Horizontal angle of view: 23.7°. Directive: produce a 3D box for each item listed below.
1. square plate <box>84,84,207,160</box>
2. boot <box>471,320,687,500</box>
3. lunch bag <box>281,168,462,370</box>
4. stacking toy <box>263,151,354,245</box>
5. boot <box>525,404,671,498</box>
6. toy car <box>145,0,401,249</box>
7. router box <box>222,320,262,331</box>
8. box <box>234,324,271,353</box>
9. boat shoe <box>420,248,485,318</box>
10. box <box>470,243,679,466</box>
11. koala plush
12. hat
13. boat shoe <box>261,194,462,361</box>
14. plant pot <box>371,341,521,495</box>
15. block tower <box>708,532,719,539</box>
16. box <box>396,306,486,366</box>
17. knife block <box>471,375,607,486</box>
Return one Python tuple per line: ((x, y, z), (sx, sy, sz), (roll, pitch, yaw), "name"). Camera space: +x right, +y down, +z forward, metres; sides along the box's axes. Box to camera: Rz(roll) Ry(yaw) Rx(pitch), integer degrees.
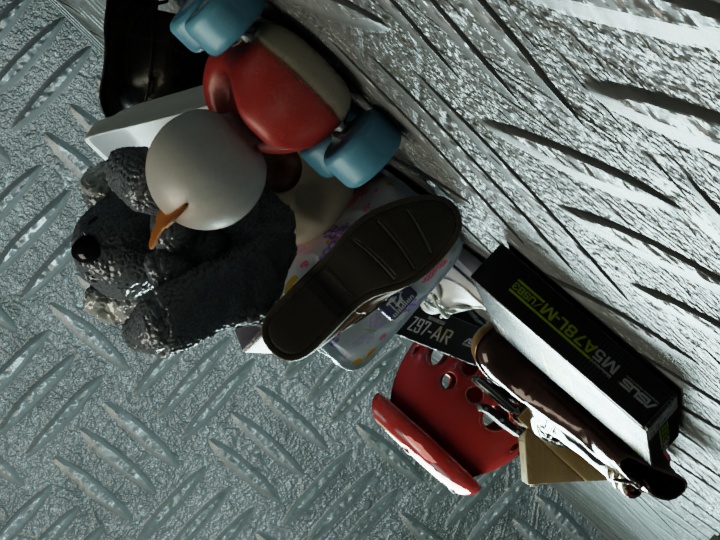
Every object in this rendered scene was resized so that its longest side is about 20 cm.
((-0.152, -0.142, 1.645), (0.198, 0.200, 0.028), (66, -172, -80), "square plate")
((0.206, 0.127, 1.594), (0.200, 0.072, 0.166), (31, -170, -33), "boot")
((0.000, 0.000, 1.605), (0.127, 0.170, 0.200), (43, 176, -7), "lunch bag")
((-0.061, -0.105, 1.622), (0.146, 0.146, 0.200), (42, -167, 2), "stacking toy")
((0.252, 0.177, 1.797), (0.151, 0.073, 0.200), (41, 171, 29), "boot")
((-0.108, -0.100, 1.357), (0.184, 0.200, 0.177), (44, 176, -16), "toy car")
((-0.087, -0.015, 1.823), (0.200, 0.149, 0.051), (-12, 132, 36), "router box")
((-0.094, -0.020, 1.982), (0.115, 0.132, 0.200), (3, -125, -47), "box")
((0.089, 0.018, 1.682), (0.074, 0.067, 0.200), (43, 176, -15), "boat shoe")
((0.187, 0.076, 1.465), (0.193, 0.048, 0.200), (40, 175, 17), "box")
((-0.178, -0.020, 1.503), (0.200, 0.178, 0.184), (-4, -176, 44), "koala plush")
((-0.195, -0.209, 1.701), (0.081, 0.201, 0.201), (4, 169, 9), "hat")
((-0.002, 0.001, 1.467), (0.072, 0.200, 0.068), (56, -178, 1), "boat shoe")
((0.128, 0.166, 2.139), (0.200, 0.183, 0.200), (42, 174, 5), "plant pot")
((0.403, 0.302, 1.733), (0.054, 0.058, 0.200), (40, 178, 32), "block tower")
((0.036, 0.018, 1.859), (0.160, 0.044, 0.200), (22, -165, -30), "box")
((0.230, 0.156, 1.962), (0.200, 0.176, 0.064), (-2, 178, -1), "knife block")
